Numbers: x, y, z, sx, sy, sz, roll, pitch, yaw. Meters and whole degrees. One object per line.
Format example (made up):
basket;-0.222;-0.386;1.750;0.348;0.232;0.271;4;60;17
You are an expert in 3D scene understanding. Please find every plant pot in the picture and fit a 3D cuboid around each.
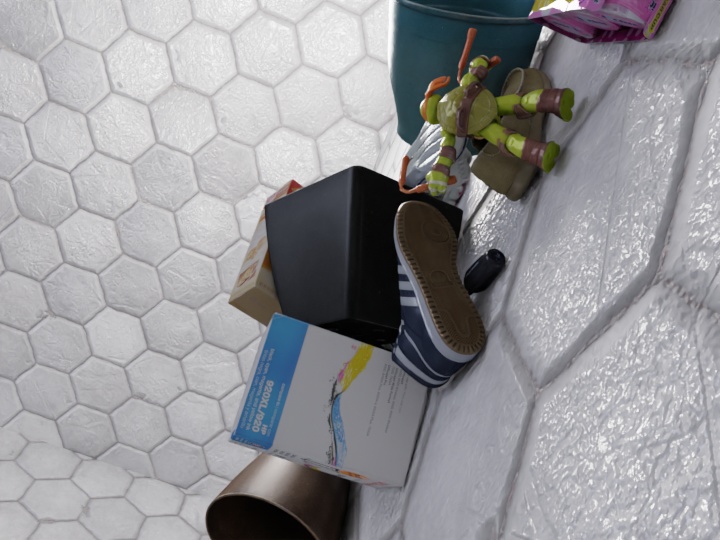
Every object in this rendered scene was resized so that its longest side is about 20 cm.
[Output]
plant pot;-0.090;0.319;1.031;0.200;0.186;0.187;-53;-9;-53
plant pot;0.000;0.000;0.945;0.199;0.199;0.178;-15;66;46
plant pot;0.124;-0.259;0.931;0.200;0.199;0.189;-79;-4;-57

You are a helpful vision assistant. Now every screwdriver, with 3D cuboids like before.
screwdriver;0.106;0.031;0.796;0.200;0.028;0.029;127;134;-58

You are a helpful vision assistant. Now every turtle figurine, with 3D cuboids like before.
turtle figurine;0.122;-0.160;0.706;0.201;0.161;0.064;-65;-32;-14

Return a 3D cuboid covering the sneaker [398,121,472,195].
sneaker;0.102;-0.137;0.856;0.200;0.070;0.073;163;118;-80

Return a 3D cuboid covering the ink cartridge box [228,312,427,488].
ink cartridge box;-0.039;0.162;0.857;0.147;0.199;0.145;128;160;-69

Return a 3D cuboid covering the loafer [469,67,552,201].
loafer;0.161;-0.163;0.781;0.076;0.067;0.201;117;171;-46

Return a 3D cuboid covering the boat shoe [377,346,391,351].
boat shoe;0.017;0.128;1.105;0.201;0.073;0.063;-105;23;-63

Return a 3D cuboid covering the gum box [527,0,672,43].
gum box;0.219;-0.263;0.616;0.200;0.066;0.114;-91;23;-73

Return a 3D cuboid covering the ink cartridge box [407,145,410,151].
ink cartridge box;0.145;-0.256;1.232;0.116;0.067;0.201;-79;12;-56

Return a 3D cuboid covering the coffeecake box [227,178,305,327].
coffeecake box;-0.086;-0.006;1.048;0.073;0.153;0.201;-28;37;42

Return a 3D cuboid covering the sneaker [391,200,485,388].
sneaker;0.066;0.028;0.771;0.109;0.070;0.201;114;149;-49

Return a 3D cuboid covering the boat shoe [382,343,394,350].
boat shoe;0.002;0.068;1.091;0.062;0.072;0.200;-34;38;-8

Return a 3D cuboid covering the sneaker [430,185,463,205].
sneaker;0.087;-0.092;1.108;0.074;0.087;0.200;-76;9;-46
